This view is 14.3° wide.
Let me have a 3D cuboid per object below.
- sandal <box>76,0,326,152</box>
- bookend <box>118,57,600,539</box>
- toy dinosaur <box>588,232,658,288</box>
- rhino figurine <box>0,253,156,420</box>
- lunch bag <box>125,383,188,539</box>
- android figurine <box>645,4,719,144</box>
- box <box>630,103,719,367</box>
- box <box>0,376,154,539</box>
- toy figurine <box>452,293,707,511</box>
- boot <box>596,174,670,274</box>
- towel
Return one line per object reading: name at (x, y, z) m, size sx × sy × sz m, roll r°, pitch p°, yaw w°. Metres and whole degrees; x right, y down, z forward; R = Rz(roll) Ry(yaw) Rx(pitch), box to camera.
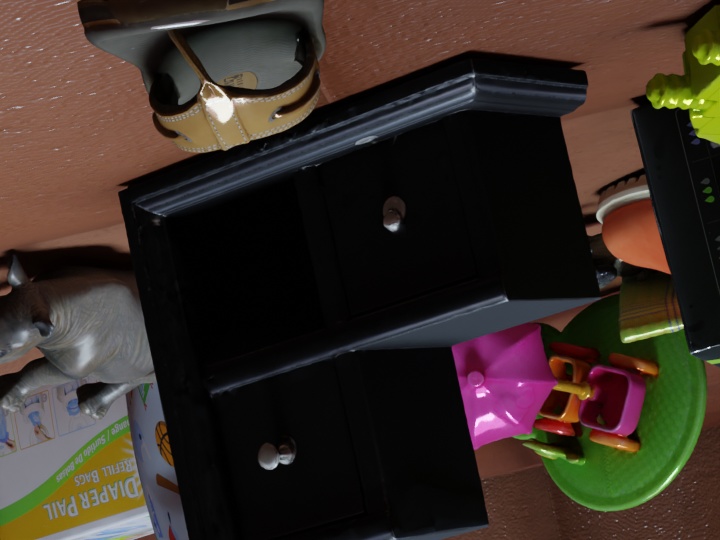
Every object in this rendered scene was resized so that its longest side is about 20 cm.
sandal at (-0.049, -0.065, 1.001) m, size 0.081 × 0.055 × 0.200 m, roll -12°, pitch 171°, yaw -3°
bookend at (0.014, 0.034, 1.241) m, size 0.198 × 0.201 × 0.092 m, roll -18°, pitch 170°, yaw 35°
toy dinosaur at (0.118, -0.005, 1.637) m, size 0.200 × 0.048 × 0.088 m, roll -13°, pitch 178°, yaw 28°
rhino figurine at (-0.146, 0.029, 1.432) m, size 0.087 × 0.060 × 0.200 m, roll -31°, pitch 162°, yaw 22°
lunch bag at (-0.063, 0.094, 1.595) m, size 0.123 × 0.171 × 0.200 m, roll -14°, pitch 171°, yaw -7°
android figurine at (0.219, -0.084, 1.200) m, size 0.199 × 0.041 × 0.182 m, roll 1°, pitch 161°, yaw -22°
box at (0.247, -0.036, 1.363) m, size 0.199 × 0.125 × 0.149 m, roll -16°, pitch 170°, yaw 15°
box at (-0.135, 0.109, 1.809) m, size 0.200 × 0.102 × 0.112 m, roll -20°, pitch 169°, yaw 40°
toy figurine at (0.098, 0.068, 1.918) m, size 0.184 × 0.151 × 0.200 m, roll 16°, pitch 179°, yaw -43°
boot at (0.196, 0.009, 1.505) m, size 0.200 × 0.108 × 0.075 m, roll 12°, pitch 172°, yaw 43°
towel at (0.245, 0.011, 1.612) m, size 0.199 × 0.023 × 0.144 m, roll -5°, pitch -170°, yaw 8°
